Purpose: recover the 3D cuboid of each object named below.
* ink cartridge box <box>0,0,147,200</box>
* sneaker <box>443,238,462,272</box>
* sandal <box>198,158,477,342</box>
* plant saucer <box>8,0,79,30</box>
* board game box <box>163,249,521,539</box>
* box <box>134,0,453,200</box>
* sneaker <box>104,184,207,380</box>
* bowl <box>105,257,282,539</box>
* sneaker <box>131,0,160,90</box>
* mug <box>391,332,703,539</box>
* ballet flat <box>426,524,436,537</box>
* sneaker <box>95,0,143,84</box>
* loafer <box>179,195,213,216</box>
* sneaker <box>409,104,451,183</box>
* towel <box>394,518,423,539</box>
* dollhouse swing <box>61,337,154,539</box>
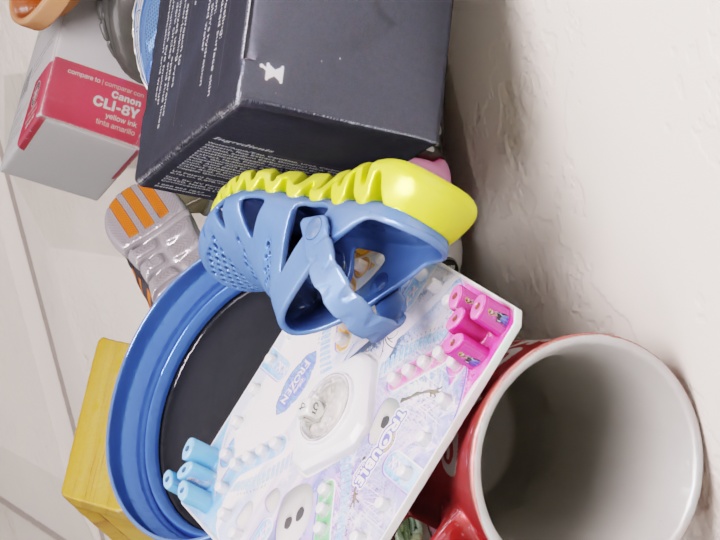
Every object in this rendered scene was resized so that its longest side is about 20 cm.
[{"bbox_3d":[-0.197,-0.173,1.369,0.145,0.083,0.202,147,137,-65],"label":"ink cartridge box"},{"bbox_3d":[0.000,0.000,1.159,0.200,0.073,0.089,-171,80,-65],"label":"sneaker"},{"bbox_3d":[-0.028,-0.005,0.970,0.199,0.079,0.088,-7,57,54],"label":"sandal"},{"bbox_3d":[-0.194,-0.263,1.271,0.200,0.032,0.202,-44,37,45],"label":"plant saucer"},{"bbox_3d":[-0.019,0.074,0.986,0.201,0.026,0.200,-58,30,0],"label":"board game box"},{"bbox_3d":[-0.035,-0.150,1.012,0.200,0.116,0.199,155,123,-67],"label":"box"},{"bbox_3d":[-0.106,0.031,1.280,0.201,0.077,0.112,59,176,37],"label":"sneaker"},{"bbox_3d":[-0.076,0.076,1.119,0.200,0.039,0.202,-23,52,34],"label":"bowl"},{"bbox_3d":[-0.096,-0.194,1.167,0.089,0.078,0.202,-129,51,-70],"label":"sneaker"},{"bbox_3d":[0.062,0.100,1.000,0.200,0.176,0.135,-176,78,-69],"label":"mug"},{"bbox_3d":[0.056,0.131,1.159,0.071,0.069,0.202,16,125,65],"label":"ballet flat"},{"bbox_3d":[-0.124,-0.222,1.248,0.091,0.076,0.202,31,114,44],"label":"sneaker"},{"bbox_3d":[-0.132,-0.117,1.373,0.075,0.069,0.201,-112,21,-44],"label":"loafer"},{"bbox_3d":[0.001,-0.092,1.138,0.200,0.078,0.096,3,89,63],"label":"sneaker"},{"bbox_3d":[0.008,0.118,1.219,0.200,0.023,0.154,82,169,-79],"label":"towel"},{"bbox_3d":[-0.074,0.149,1.260,0.200,0.175,0.183,50,-143,-42],"label":"dollhouse swing"}]
